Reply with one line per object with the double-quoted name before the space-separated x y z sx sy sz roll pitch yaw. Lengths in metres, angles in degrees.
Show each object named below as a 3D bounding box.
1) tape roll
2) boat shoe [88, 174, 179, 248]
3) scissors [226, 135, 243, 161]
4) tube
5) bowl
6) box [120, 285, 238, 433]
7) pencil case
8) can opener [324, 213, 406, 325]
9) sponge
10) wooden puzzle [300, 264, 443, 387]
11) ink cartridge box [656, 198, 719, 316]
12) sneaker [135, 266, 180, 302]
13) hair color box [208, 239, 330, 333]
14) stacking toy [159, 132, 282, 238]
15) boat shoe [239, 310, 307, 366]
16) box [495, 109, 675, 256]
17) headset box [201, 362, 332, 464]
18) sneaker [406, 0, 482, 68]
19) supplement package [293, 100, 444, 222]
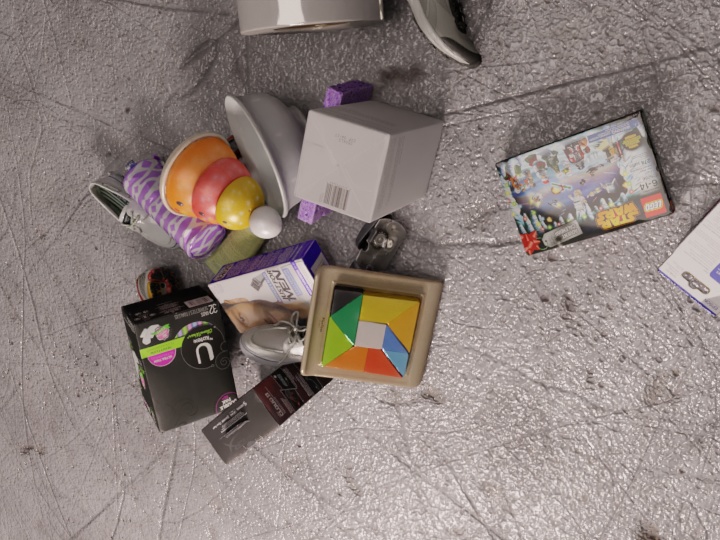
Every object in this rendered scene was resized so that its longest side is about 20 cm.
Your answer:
"tape roll" -0.071 -0.398 1.019 0.202 0.203 0.140 2 106 27
"boat shoe" -0.408 -0.098 1.366 0.200 0.067 0.074 33 118 16
"scissors" -0.248 -0.149 1.300 0.200 0.014 0.073 -41 86 32
"tube" -0.199 -0.047 1.285 0.200 0.052 0.058 -49 39 36
"bowl" -0.122 -0.188 1.151 0.202 0.090 0.201 57 164 26
"box" -0.312 0.150 1.313 0.124 0.148 0.201 26 127 60
"pencil case" -0.320 -0.110 1.304 0.085 0.084 0.200 -43 75 -9
"can opener" 0.000 0.000 1.173 0.053 0.067 0.201 24 108 -27
"sponge" -0.038 -0.177 1.119 0.030 0.112 0.201 23 115 15
"wooden puzzle" 0.017 0.091 1.154 0.199 0.037 0.186 6 111 -10
"ink cartridge box" 0.471 -0.046 0.932 0.095 0.037 0.200 41 117 11
"sneaker" -0.364 0.092 1.406 0.082 0.078 0.201 -2 101 44
"hair color box" -0.139 0.029 1.246 0.199 0.065 0.110 -14 118 32
"stacking toy" -0.200 -0.112 1.176 0.200 0.146 0.147 34 118 26
"boat shoe" -0.092 0.110 1.206 0.201 0.075 0.086 9 146 -2
"box" 0.294 -0.112 1.003 0.199 0.040 0.138 -18 97 31
"headset box" -0.157 0.225 1.251 0.149 0.200 0.075 -40 87 32
"sneaker" 0.106 -0.360 1.012 0.079 0.074 0.201 -33 88 26
"supplement package" 0.017 -0.156 1.044 0.121 0.200 0.120 21 113 21
